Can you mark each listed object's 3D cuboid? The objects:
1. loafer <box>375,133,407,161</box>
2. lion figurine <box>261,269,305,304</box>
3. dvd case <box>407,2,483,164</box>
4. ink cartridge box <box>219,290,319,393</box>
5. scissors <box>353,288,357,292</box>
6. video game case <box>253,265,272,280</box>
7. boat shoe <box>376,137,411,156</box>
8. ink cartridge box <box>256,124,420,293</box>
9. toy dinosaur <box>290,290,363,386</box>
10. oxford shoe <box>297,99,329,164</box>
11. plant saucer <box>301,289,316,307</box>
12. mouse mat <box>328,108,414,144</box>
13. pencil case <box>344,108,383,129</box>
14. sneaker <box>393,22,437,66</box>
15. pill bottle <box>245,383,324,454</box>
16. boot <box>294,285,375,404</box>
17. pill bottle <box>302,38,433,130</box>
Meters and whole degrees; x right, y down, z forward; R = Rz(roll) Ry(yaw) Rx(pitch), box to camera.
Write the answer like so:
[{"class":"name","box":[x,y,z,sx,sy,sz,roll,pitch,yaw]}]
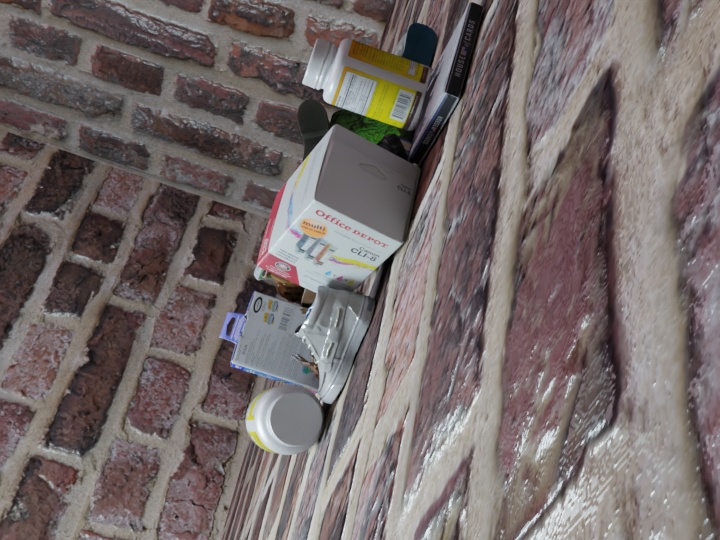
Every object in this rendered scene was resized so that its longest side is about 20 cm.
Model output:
[{"class":"loafer","box":[0.021,-0.132,1.602,0.068,0.070,0.201,64,157,21]},{"class":"lion figurine","box":[-0.097,-0.022,1.869,0.200,0.122,0.072,-46,39,30]},{"class":"dvd case","box":[0.115,-0.254,1.471,0.200,0.025,0.150,123,164,-67]},{"class":"ink cartridge box","box":[-0.144,0.122,1.869,0.076,0.200,0.137,131,157,-75]},{"class":"scissors","box":[0.000,0.000,1.764,0.073,0.014,0.200,79,-171,-45]},{"class":"video game case","box":[-0.080,-0.062,1.933,0.022,0.200,0.182,54,133,33]},{"class":"boat shoe","box":[0.029,-0.152,1.732,0.200,0.072,0.072,126,160,-72]},{"class":"ink cartridge box","box":[-0.032,-0.078,1.523,0.200,0.145,0.145,-45,25,50]},{"class":"toy dinosaur","box":[-0.055,0.093,1.741,0.200,0.086,0.136,-70,-5,-53]},{"class":"oxford shoe","box":[-0.071,-0.207,1.921,0.071,0.071,0.200,-50,-43,-80]},{"class":"plant saucer","box":[-0.038,-0.013,1.892,0.200,0.034,0.200,-58,-8,-13]},{"class":"mouse mat","box":[0.018,-0.248,1.823,0.200,0.161,0.008,-82,-23,-56]},{"class":"pencil case","box":[0.019,-0.255,1.925,0.087,0.078,0.200,-50,25,15]},{"class":"sneaker","box":[0.077,-0.337,1.863,0.200,0.076,0.081,-64,3,-30]},{"class":"pill bottle","box":[-0.118,0.237,1.695,0.200,0.111,0.111,147,141,-76]},{"class":"boot","box":[-0.053,0.106,1.577,0.074,0.096,0.200,-81,11,-59]},{"class":"pill bottle","box":[0.012,-0.306,1.725,0.109,0.200,0.109,-161,90,-84]}]
